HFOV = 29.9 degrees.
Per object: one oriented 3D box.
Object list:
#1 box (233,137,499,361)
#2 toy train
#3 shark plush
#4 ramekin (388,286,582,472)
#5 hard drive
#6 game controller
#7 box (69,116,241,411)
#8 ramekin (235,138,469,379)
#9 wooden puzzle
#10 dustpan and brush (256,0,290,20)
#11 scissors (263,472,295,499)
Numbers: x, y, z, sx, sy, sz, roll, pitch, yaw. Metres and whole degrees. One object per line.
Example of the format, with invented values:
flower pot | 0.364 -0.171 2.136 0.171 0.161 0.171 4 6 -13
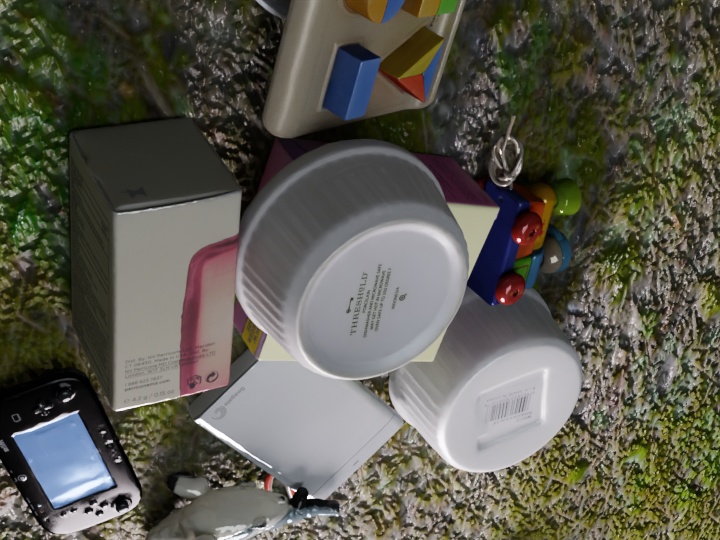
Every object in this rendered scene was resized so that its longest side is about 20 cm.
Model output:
box | -0.003 -0.015 1.242 0.199 0.097 0.177 2 122 -34
toy train | 0.171 -0.069 1.322 0.115 0.085 0.201 -15 131 -35
shark plush | -0.124 0.249 1.396 0.198 0.091 0.084 -17 150 -21
ramekin | 0.138 0.118 1.429 0.199 0.098 0.202 -17 130 -20
hard drive | -0.061 0.148 1.367 0.132 0.027 0.200 -43 129 6
game controller | -0.276 0.172 1.258 0.104 0.042 0.201 -26 133 -12
box | -0.173 -0.007 1.122 0.108 0.128 0.201 -10 129 -25
ramekin | 0.000 0.000 1.121 0.201 0.094 0.204 -17 131 -20
wooden puzzle | 0.022 -0.199 1.114 0.199 0.046 0.186 -16 134 -45
dustpan and brush | -0.074 -0.268 1.027 0.199 0.057 0.140 13 116 -38
scissors | -0.074 0.174 1.401 0.073 0.014 0.201 -21 133 -17
